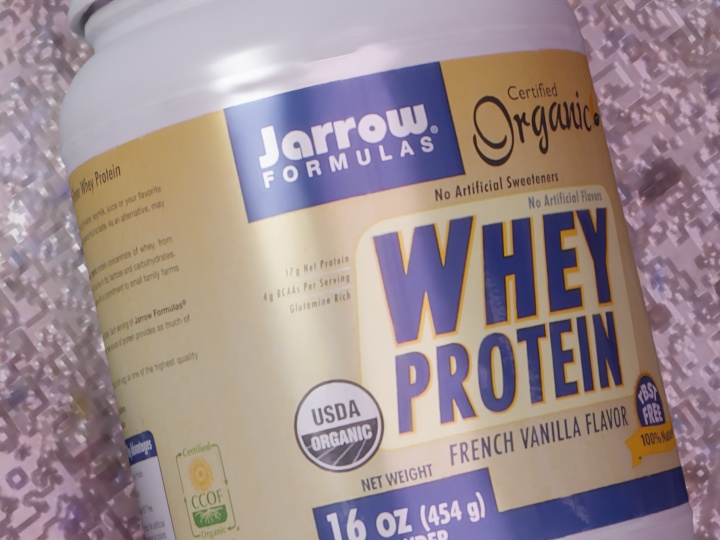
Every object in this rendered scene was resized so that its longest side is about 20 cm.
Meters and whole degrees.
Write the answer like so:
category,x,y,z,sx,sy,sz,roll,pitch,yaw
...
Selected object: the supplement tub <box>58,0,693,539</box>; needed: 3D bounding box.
category,x,y,z,sx,sy,sz,roll,pitch,yaw
supplement tub,0.000,0.000,0.741,0.144,0.144,0.201,-12,86,-15
